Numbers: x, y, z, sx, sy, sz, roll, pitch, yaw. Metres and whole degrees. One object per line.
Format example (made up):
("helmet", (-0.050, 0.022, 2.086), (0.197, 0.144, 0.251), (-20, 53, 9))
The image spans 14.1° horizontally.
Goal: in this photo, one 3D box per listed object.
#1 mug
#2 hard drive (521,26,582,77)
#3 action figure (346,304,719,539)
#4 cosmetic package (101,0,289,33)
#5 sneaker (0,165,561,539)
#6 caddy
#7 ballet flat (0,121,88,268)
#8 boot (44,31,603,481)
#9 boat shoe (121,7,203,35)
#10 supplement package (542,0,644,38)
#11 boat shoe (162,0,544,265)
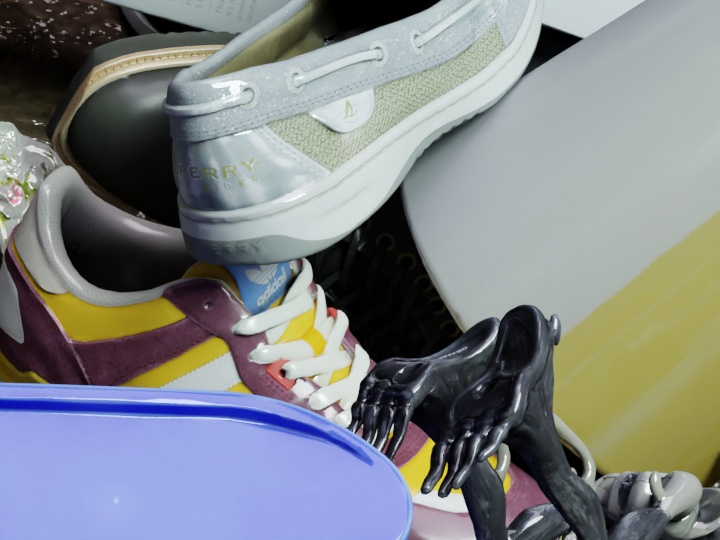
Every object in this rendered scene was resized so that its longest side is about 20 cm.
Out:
("mug", (0.130, -0.015, 0.946), (0.187, 0.153, 0.150), (45, 21, -11))
("hard drive", (0.067, -0.102, 1.171), (0.135, 0.042, 0.200), (25, 17, -1))
("action figure", (0.079, 0.100, 0.839), (0.200, 0.102, 0.119), (43, -19, -25))
("cosmetic package", (-0.097, -0.154, 1.090), (0.199, 0.074, 0.102), (16, 29, -5))
("sneaker", (-0.026, 0.036, 0.914), (0.199, 0.090, 0.075), (20, 31, 11))
("caddy", (-0.071, 0.111, 0.765), (0.199, 0.105, 0.142), (4, 54, -17))
("ballet flat", (-0.188, -0.036, 0.990), (0.199, 0.076, 0.064), (15, 38, 6))
("boot", (0.000, 0.000, 0.967), (0.199, 0.078, 0.139), (16, 31, -29))
("boat shoe", (-0.038, -0.101, 1.164), (0.075, 0.060, 0.200), (-8, 37, -32))
("supplement package", (0.115, -0.198, 1.121), (0.147, 0.192, 0.200), (17, 19, -23))
("boat shoe", (0.000, -0.075, 0.926), (0.074, 0.065, 0.202), (3, 32, 32))
